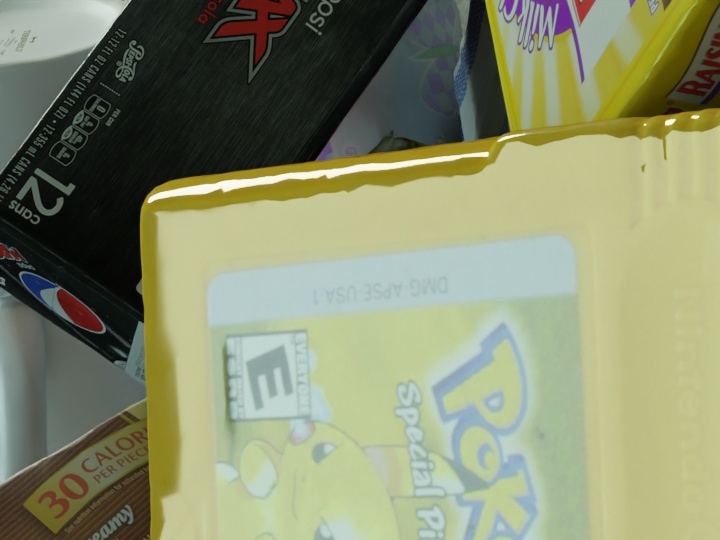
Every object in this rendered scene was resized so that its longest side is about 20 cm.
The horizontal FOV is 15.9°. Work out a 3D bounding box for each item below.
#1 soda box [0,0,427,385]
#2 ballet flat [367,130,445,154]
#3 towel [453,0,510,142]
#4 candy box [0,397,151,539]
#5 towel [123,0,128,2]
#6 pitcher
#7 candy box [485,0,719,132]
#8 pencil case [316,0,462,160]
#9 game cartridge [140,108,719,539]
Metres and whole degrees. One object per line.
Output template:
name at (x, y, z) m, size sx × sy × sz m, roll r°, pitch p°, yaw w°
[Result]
soda box at (-0.025, -0.069, 0.715) m, size 0.200 × 0.063 × 0.071 m, roll -55°, pitch -1°, yaw -17°
ballet flat at (0.018, 0.029, 0.650) m, size 0.064 × 0.076 × 0.200 m, roll -55°, pitch 32°, yaw 23°
towel at (0.057, -0.014, 0.669) m, size 0.147 × 0.024 × 0.200 m, roll 100°, pitch 164°, yaw -54°
candy box at (-0.032, 0.131, 0.679) m, size 0.200 × 0.117 × 0.056 m, roll 42°, pitch 146°, yaw 27°
towel at (-0.095, -0.022, 0.934) m, size 0.147 × 0.022 × 0.200 m, roll 12°, pitch 109°, yaw 38°
pitcher at (-0.100, 0.025, 0.819) m, size 0.172 × 0.121 × 0.200 m, roll -95°, pitch 1°, yaw -68°
candy box at (0.053, -0.109, 0.597) m, size 0.102 × 0.026 × 0.200 m, roll 117°, pitch 152°, yaw -48°
pencil case at (0.000, 0.000, 0.785) m, size 0.083 × 0.091 × 0.200 m, roll -24°, pitch 70°, yaw 43°
game cartridge at (0.026, 0.060, 0.537) m, size 0.200 × 0.032 × 0.176 m, roll -6°, pitch 86°, yaw 50°
